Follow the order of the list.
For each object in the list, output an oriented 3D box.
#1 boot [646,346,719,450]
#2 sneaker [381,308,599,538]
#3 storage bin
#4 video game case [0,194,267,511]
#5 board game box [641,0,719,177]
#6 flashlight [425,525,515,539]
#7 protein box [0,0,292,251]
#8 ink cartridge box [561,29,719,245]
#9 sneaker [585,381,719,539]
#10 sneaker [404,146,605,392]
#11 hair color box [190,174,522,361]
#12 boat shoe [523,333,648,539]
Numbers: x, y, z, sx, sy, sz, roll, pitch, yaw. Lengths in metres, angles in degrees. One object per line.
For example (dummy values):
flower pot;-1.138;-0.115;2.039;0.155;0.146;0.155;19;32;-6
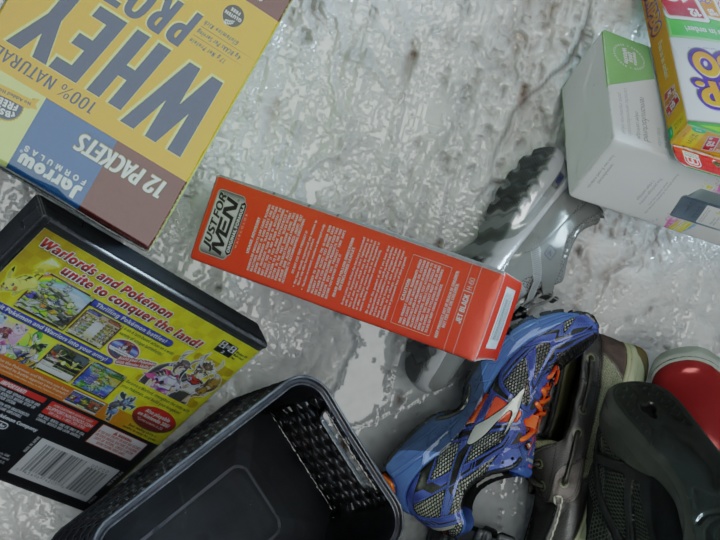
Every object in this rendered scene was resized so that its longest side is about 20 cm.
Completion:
boot;0.256;0.166;0.897;0.072;0.145;0.201;-14;116;19
sneaker;0.105;0.111;0.903;0.200;0.075;0.078;-48;65;3
storage bin;-0.086;0.177;0.824;0.200;0.094;0.136;-36;96;-33
video game case;-0.186;0.062;0.787;0.181;0.026;0.200;-42;136;12
board game box;0.256;-0.140;0.896;0.095;0.030;0.201;15;50;-15
flashlight;0.045;0.280;0.922;0.067;0.068;0.202;21;85;-33
protein box;-0.147;-0.134;0.772;0.134;0.200;0.200;30;87;-14
ink cartridge box;0.251;-0.086;0.913;0.198;0.067;0.118;16;49;-15
sneaker;0.213;0.179;0.833;0.076;0.200;0.115;-9;130;-22
sneaker;0.109;0.011;0.910;0.082;0.075;0.201;37;88;-18
hair color box;0.000;0.000;0.829;0.199;0.101;0.062;20;91;15
boat shoe;0.150;0.140;0.935;0.066;0.072;0.202;24;83;-9
